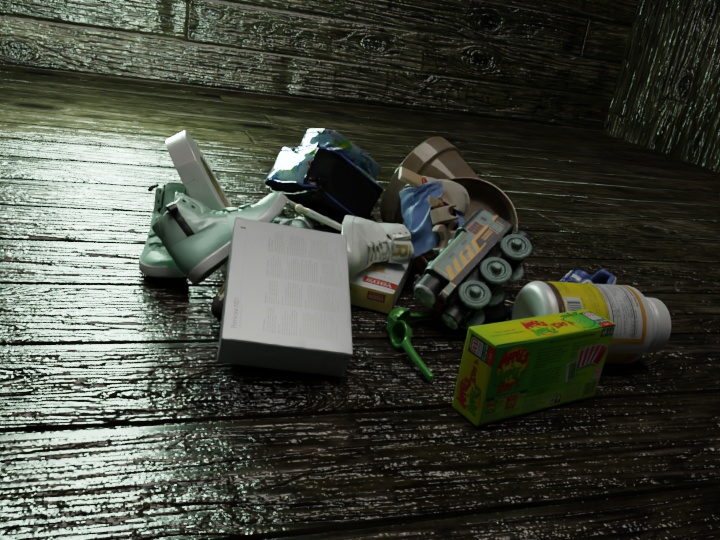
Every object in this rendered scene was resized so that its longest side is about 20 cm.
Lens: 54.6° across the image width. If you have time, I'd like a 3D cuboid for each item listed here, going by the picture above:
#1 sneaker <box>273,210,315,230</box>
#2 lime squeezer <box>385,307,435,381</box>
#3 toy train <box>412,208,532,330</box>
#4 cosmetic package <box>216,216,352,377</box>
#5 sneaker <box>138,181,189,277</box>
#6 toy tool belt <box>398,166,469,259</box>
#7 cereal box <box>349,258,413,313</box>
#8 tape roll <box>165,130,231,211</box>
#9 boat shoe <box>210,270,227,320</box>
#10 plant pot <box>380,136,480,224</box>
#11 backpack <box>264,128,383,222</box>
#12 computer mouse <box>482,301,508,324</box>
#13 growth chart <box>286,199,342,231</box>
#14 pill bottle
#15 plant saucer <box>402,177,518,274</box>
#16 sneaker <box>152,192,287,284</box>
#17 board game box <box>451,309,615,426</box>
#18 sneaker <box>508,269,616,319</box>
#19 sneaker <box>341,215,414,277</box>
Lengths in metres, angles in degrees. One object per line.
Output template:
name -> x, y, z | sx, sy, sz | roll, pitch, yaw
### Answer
sneaker -> -0.138, -0.057, 1.171 | 0.079, 0.076, 0.200 | -19, 25, -29
lime squeezer -> 0.065, 0.086, 0.930 | 0.071, 0.038, 0.200 | 40, 19, -8
toy train -> 0.164, -0.002, 1.013 | 0.114, 0.085, 0.200 | 35, 62, 22
cosmetic package -> -0.091, 0.028, 0.856 | 0.150, 0.052, 0.201 | 11, 44, -14
sneaker -> -0.289, -0.067, 1.039 | 0.073, 0.119, 0.201 | 3, 22, -16
toy tool belt -> 0.114, -0.065, 1.121 | 0.125, 0.201, 0.123 | -27, -27, 34
cereal box -> 0.000, 0.000, 1.101 | 0.143, 0.040, 0.200 | 14, 21, 8
tape roll -> -0.248, -0.128, 1.122 | 0.037, 0.204, 0.203 | -27, 27, -4
boat shoe -> -0.156, 0.011, 0.958 | 0.060, 0.072, 0.201 | 12, 23, -4
plant pot -> 0.167, -0.125, 1.326 | 0.173, 0.201, 0.200 | 38, 31, 23
backpack -> -0.070, -0.181, 1.342 | 0.183, 0.148, 0.199 | 30, -12, -39
computer mouse -> 0.205, 0.034, 1.112 | 0.058, 0.034, 0.200 | 10, 20, 4
growth chart -> -0.091, -0.102, 1.242 | 0.144, 0.018, 0.200 | 24, 2, -25
pill bottle -> 0.316, 0.072, 0.952 | 0.199, 0.110, 0.109 | 3, 21, -16
plant saucer -> 0.171, -0.064, 1.200 | 0.199, 0.201, 0.037 | 18, -17, 23
sneaker -> -0.199, -0.084, 0.992 | 0.118, 0.074, 0.200 | 49, 54, -2
board game box -> 0.206, 0.110, 0.818 | 0.199, 0.102, 0.048 | -5, 24, -33
sneaker -> 0.310, 0.039, 1.071 | 0.199, 0.089, 0.075 | -6, 27, -32
sneaker -> 0.026, -0.037, 1.052 | 0.115, 0.074, 0.200 | 8, 20, 1
